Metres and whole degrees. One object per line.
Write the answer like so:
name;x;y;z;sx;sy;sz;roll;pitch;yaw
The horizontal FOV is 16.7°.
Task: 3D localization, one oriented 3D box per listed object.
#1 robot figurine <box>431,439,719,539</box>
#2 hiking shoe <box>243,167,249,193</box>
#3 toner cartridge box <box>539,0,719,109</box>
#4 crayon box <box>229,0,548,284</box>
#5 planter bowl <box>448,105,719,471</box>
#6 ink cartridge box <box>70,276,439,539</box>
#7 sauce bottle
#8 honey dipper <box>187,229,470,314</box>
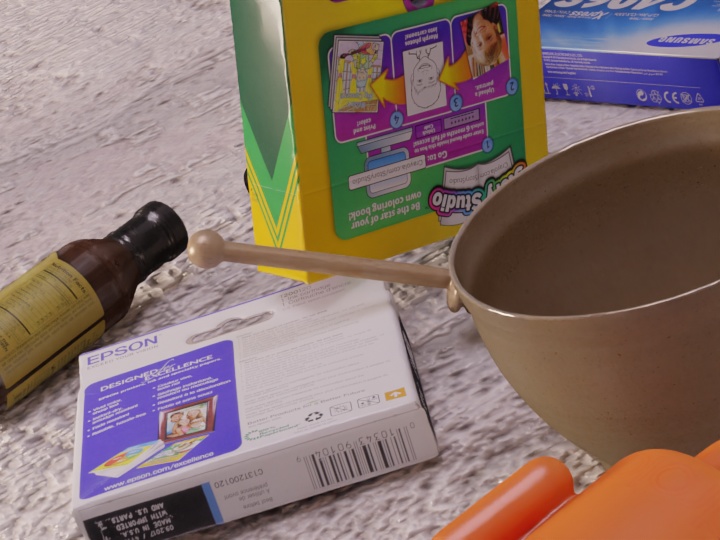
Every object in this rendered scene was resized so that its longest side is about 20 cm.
robot figurine;0.106;0.153;1.019;0.200;0.144;0.116;-36;13;-30
hiking shoe;-0.028;-0.054;1.602;0.100;0.076;0.200;-22;15;17
toner cartridge box;0.195;-0.152;1.643;0.199;0.043;0.095;9;39;46
crayon box;0.021;-0.102;1.467;0.199;0.174;0.058;-18;22;-36
planter bowl;0.157;0.025;1.212;0.199;0.135;0.201;-16;26;8
ink cartridge box;-0.064;0.075;1.385;0.197;0.044;0.200;-18;24;2
sauce bottle;-0.191;0.023;1.566;0.064;0.065;0.200;7;35;45
honey dipper;0.000;0.000;1.395;0.199;0.038;0.038;6;25;-6
